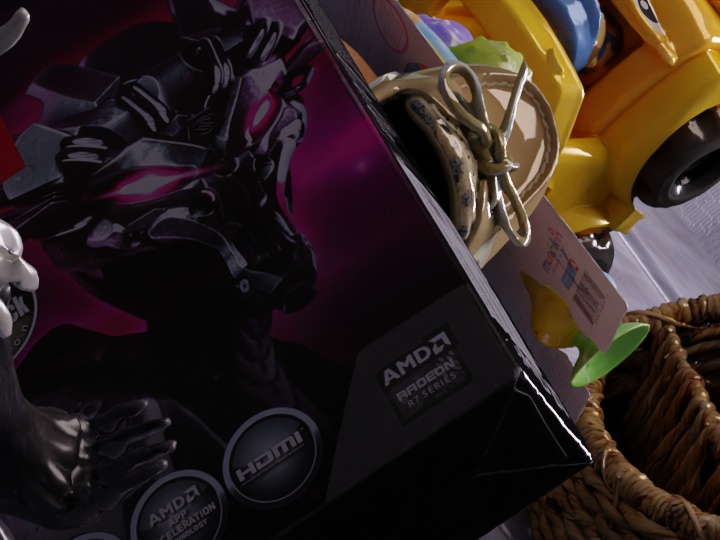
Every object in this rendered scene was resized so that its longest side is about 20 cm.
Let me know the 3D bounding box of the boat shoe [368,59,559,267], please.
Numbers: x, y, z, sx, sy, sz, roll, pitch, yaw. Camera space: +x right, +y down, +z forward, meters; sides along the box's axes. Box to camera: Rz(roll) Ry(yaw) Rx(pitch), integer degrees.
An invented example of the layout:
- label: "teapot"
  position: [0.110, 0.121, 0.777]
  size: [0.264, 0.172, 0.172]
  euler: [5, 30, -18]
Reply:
- label: "boat shoe"
  position: [0.006, -0.018, 0.892]
  size: [0.200, 0.063, 0.073]
  euler: [-33, 97, -44]

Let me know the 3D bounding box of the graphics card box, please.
- label: "graphics card box"
  position: [-0.045, -0.001, 0.688]
  size: [0.051, 0.125, 0.200]
  euler: [50, 9, -52]

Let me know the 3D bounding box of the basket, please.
- label: "basket"
  position: [0.159, 0.076, 1.197]
  size: [0.142, 0.149, 0.200]
  euler: [21, 20, -16]

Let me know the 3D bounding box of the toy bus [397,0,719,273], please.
- label: "toy bus"
  position: [0.052, -0.072, 1.223]
  size: [0.136, 0.200, 0.192]
  euler: [56, 18, 22]

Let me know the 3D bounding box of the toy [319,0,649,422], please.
- label: "toy"
  position: [0.045, -0.048, 1.079]
  size: [0.200, 0.047, 0.115]
  euler: [58, -18, 19]

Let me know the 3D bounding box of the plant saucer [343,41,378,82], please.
- label: "plant saucer"
  position: [0.000, 0.000, 0.992]
  size: [0.200, 0.032, 0.201]
  euler: [52, 27, -40]

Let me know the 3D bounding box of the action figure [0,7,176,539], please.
- label: "action figure"
  position: [-0.101, -0.006, 0.521]
  size: [0.200, 0.102, 0.119]
  euler: [48, 22, -37]
